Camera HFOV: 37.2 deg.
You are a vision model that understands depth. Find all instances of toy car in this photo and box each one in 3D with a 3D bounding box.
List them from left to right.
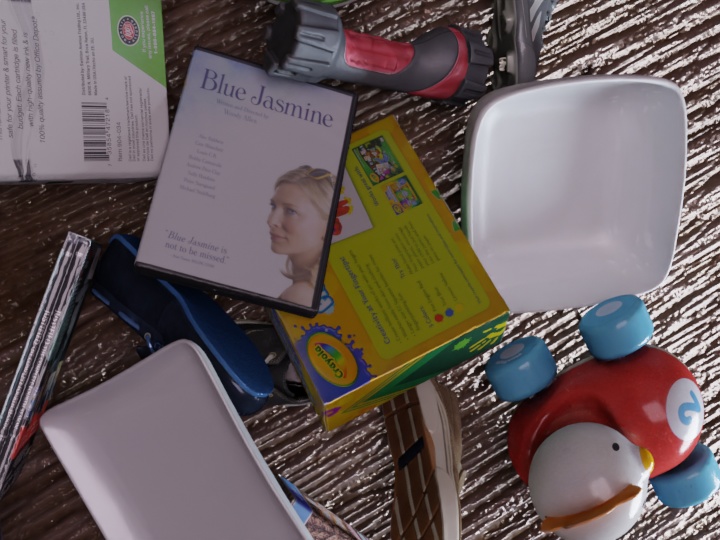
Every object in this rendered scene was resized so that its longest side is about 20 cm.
[{"bbox_3d":[0.203,0.155,0.877,0.175,0.200,0.186,-25,102,16],"label":"toy car"}]

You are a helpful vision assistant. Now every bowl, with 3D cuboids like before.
[{"bbox_3d":[0.175,-0.073,0.928,0.196,0.075,0.203,-7,114,-12],"label":"bowl"}]

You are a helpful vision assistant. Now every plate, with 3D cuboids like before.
[{"bbox_3d":[-0.134,0.163,0.812,0.202,0.198,0.032,60,37,-5],"label":"plate"}]

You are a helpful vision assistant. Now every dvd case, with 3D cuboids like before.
[{"bbox_3d":[-0.243,0.070,0.820,0.022,0.146,0.203,21,87,-9],"label":"dvd case"},{"bbox_3d":[-0.084,-0.072,0.835,0.140,0.018,0.203,14,64,-9],"label":"dvd case"}]

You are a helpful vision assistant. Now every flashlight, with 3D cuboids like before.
[{"bbox_3d":[0.019,-0.181,0.877,0.198,0.067,0.069,5,80,-38],"label":"flashlight"}]

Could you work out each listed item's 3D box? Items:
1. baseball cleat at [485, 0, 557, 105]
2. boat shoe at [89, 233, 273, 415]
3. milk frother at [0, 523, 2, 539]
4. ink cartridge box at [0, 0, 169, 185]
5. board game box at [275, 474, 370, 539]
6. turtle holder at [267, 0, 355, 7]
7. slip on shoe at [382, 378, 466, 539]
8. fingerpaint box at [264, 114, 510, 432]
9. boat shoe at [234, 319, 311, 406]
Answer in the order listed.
[{"bbox_3d":[0.161,-0.242,0.945,0.104,0.070,0.204,-3,93,-12],"label":"baseball cleat"},{"bbox_3d":[-0.143,0.053,0.854,0.069,0.200,0.084,-52,145,9],"label":"boat shoe"},{"bbox_3d":[-0.369,0.257,0.816,0.185,0.182,0.202,-7,136,-12],"label":"milk frother"},{"bbox_3d":[-0.252,-0.140,0.811,0.197,0.083,0.149,-4,93,-36],"label":"ink cartridge box"},{"bbox_3d":[-0.030,0.301,0.898,0.199,0.097,0.160,37,83,-11],"label":"board game box"},{"bbox_3d":[-0.024,-0.291,0.870,0.185,0.132,0.142,-40,98,-10],"label":"turtle holder"},{"bbox_3d":[0.062,0.178,0.895,0.060,0.076,0.202,20,42,-30],"label":"slip on shoe"},{"bbox_3d":[0.000,0.000,0.871,0.165,0.074,0.202,-26,67,-11],"label":"fingerpaint box"},{"bbox_3d":[-0.078,0.079,0.899,0.196,0.068,0.073,-2,93,-9],"label":"boat shoe"}]
